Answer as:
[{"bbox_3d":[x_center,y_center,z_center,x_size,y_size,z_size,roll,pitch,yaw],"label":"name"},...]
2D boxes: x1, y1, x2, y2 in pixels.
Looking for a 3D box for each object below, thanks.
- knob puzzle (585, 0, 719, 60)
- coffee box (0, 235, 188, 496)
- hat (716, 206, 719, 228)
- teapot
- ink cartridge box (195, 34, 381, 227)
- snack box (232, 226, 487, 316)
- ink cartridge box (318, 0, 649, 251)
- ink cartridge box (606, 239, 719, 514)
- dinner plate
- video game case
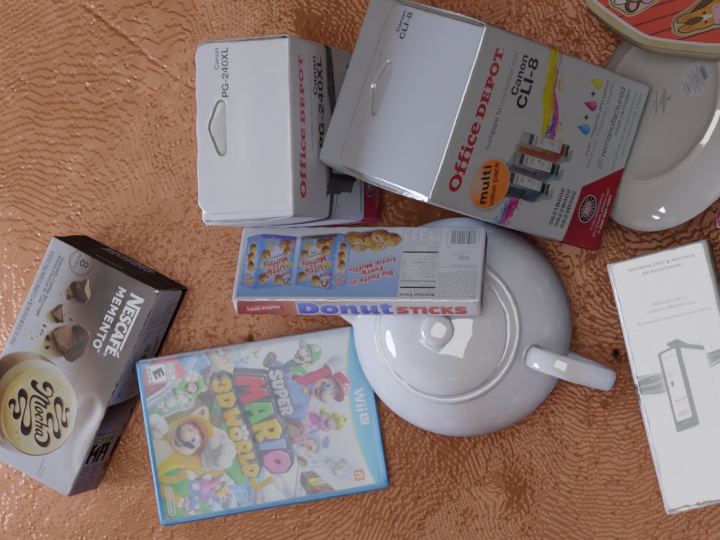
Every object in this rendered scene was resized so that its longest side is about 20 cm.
[{"bbox_3d":[0.273,-0.249,1.541,0.219,0.030,0.221,-15,51,19],"label":"knob puzzle"},{"bbox_3d":[-0.249,0.081,1.693,0.113,0.080,0.201,27,96,12],"label":"coffee box"},{"bbox_3d":[0.379,-0.132,1.490,0.176,0.199,0.166,-39,54,39],"label":"hat"},{"bbox_3d":[0.082,0.049,1.583,0.199,0.146,0.198,-28,84,11],"label":"teapot"},{"bbox_3d":[-0.056,-0.110,1.583,0.083,0.200,0.146,-2,90,20],"label":"ink cartridge box"},{"bbox_3d":[0.000,0.000,1.534,0.199,0.024,0.072,0,57,10],"label":"snack box"},{"bbox_3d":[0.098,-0.117,1.530,0.144,0.199,0.146,24,98,49],"label":"ink cartridge box"},{"bbox_3d":[0.263,0.082,1.541,0.084,0.146,0.201,-14,88,11],"label":"ink cartridge box"},{"bbox_3d":[0.245,-0.130,1.544,0.200,0.024,0.201,-24,57,44],"label":"dinner plate"},{"bbox_3d":[-0.084,0.133,1.657,0.199,0.018,0.144,-9,87,-5],"label":"video game case"}]
